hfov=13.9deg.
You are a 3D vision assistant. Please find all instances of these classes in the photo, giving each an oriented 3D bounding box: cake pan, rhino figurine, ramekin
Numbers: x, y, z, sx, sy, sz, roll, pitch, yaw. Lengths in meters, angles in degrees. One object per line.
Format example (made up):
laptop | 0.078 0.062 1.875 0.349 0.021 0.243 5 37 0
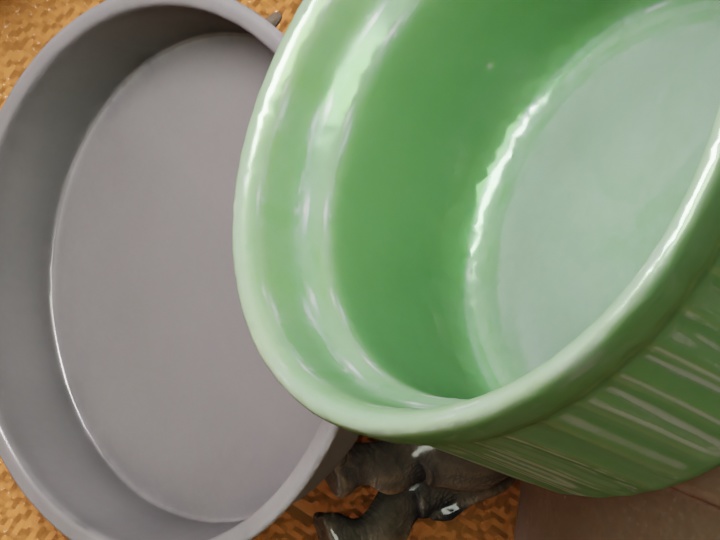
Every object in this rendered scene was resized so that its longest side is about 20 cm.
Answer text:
cake pan | -0.061 0.003 1.024 0.200 0.037 0.201 -2 87 42
rhino figurine | 0.000 0.000 1.063 0.087 0.060 0.200 -16 79 -19
ramekin | 0.065 -0.030 0.878 0.200 0.098 0.200 -25 52 36

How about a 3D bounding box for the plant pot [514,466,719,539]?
plant pot | 0.124 0.108 0.992 0.200 0.200 0.175 21 98 4
